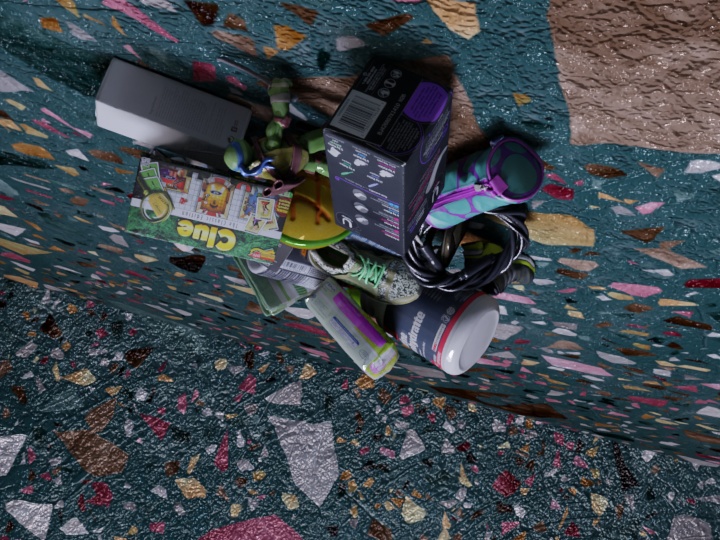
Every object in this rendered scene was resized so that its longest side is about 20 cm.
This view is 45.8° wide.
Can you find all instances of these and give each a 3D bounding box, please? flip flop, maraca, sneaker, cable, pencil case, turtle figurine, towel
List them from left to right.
[{"bbox_3d":[-0.098,-0.182,1.092,0.192,0.145,0.200,-1,-154,-33],"label":"turtle figurine"},{"bbox_3d":[-0.128,-0.018,1.481,0.199,0.153,0.023,-26,173,-46],"label":"towel"},{"bbox_3d":[-0.053,-0.099,1.203,0.137,0.199,0.107,51,147,19],"label":"maraca"},{"bbox_3d":[0.000,0.000,1.311,0.198,0.078,0.089,20,-177,11],"label":"sneaker"},{"bbox_3d":[0.136,-0.048,1.421,0.057,0.082,0.200,28,171,3],"label":"flip flop"},{"bbox_3d":[0.162,-0.039,1.273,0.198,0.165,0.051,11,-160,-20],"label":"cable"},{"bbox_3d":[0.149,-0.112,1.121,0.092,0.086,0.200,-28,-176,-26],"label":"pencil case"},{"bbox_3d":[0.233,0.006,1.462,0.073,0.082,0.199,1,170,43],"label":"sneaker"}]

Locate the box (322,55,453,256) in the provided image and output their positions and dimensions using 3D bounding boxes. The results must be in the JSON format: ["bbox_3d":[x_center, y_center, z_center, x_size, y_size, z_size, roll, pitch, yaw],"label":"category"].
[{"bbox_3d":[0.034,-0.130,1.010,0.105,0.123,0.201,25,155,15],"label":"box"}]

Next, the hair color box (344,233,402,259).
[{"bbox_3d":[-0.002,-0.097,1.303,0.198,0.101,0.060,18,166,-11],"label":"hair color box"}]

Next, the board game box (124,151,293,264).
[{"bbox_3d":[-0.195,-0.078,1.102,0.198,0.106,0.024,12,-159,-16],"label":"board game box"}]

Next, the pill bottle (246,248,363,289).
[{"bbox_3d":[-0.084,-0.024,1.430,0.199,0.107,0.106,16,167,-35],"label":"pill bottle"}]

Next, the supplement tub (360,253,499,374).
[{"bbox_3d":[0.112,0.064,1.385,0.199,0.141,0.140,32,174,28],"label":"supplement tub"}]

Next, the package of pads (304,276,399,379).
[{"bbox_3d":[-0.008,0.101,1.393,0.155,0.068,0.200,47,176,12],"label":"package of pads"}]

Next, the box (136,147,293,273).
[{"bbox_3d":[-0.209,-0.086,1.219,0.199,0.050,0.158,33,-177,-35],"label":"box"}]

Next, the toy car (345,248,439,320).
[{"bbox_3d":[0.073,0.003,1.611,0.163,0.159,0.201,15,137,-16],"label":"toy car"}]

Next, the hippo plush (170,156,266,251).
[{"bbox_3d":[-0.280,-0.139,1.419,0.199,0.161,0.160,-24,-151,-29],"label":"hippo plush"}]

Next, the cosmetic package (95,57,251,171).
[{"bbox_3d":[-0.261,-0.214,1.189,0.198,0.075,0.102,21,165,-13],"label":"cosmetic package"}]

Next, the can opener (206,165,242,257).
[{"bbox_3d":[-0.205,-0.116,1.328,0.052,0.067,0.202,4,123,24],"label":"can opener"}]
